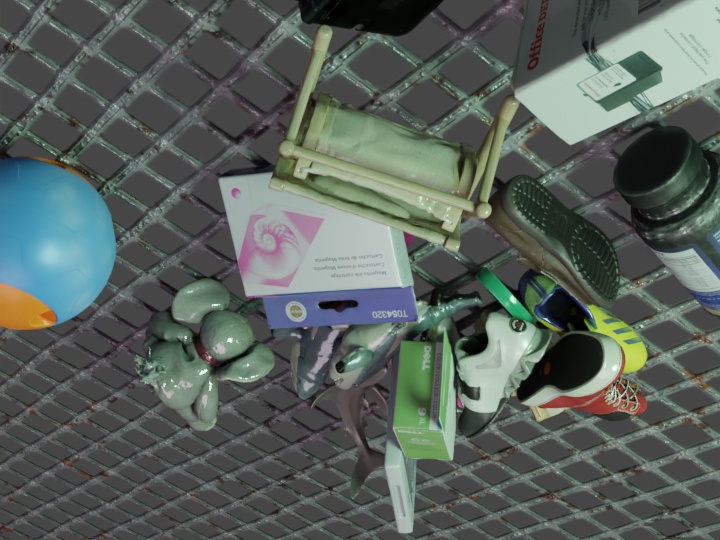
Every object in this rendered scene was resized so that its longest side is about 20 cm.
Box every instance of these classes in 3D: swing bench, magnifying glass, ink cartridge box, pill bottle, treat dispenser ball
[{"bbox_3d":[0.024,-0.111,1.181,0.199,0.130,0.200,18,165,-3],"label":"swing bench"},{"bbox_3d":[0.192,0.059,1.449,0.022,0.080,0.200,-43,137,3],"label":"magnifying glass"},{"bbox_3d":[0.074,0.144,1.396,0.059,0.104,0.200,3,160,9],"label":"ink cartridge box"},{"bbox_3d":[0.338,-0.047,1.208,0.112,0.112,0.200,-20,131,38],"label":"pill bottle"},{"bbox_3d":[0.231,-0.210,1.005,0.200,0.147,0.083,-23,131,42],"label":"ink cartridge box"},{"bbox_3d":[-0.046,-0.023,1.366,0.196,0.043,0.200,-5,108,24],"label":"ink cartridge box"},{"bbox_3d":[-0.385,-0.032,1.418,0.201,0.201,0.201,10,143,8],"label":"treat dispenser ball"}]

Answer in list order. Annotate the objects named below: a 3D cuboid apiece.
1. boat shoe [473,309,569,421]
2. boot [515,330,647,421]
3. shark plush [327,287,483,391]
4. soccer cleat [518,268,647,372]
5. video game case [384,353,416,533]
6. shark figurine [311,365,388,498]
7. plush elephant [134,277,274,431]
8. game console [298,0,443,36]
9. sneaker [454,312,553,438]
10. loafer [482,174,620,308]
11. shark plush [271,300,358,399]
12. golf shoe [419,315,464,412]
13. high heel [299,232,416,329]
[{"bbox_3d":[0.192,0.125,1.505,0.069,0.074,0.200,-39,124,10],"label":"boat shoe"},{"bbox_3d":[0.282,0.125,1.386,0.144,0.072,0.200,14,161,-14],"label":"boot"},{"bbox_3d":[0.046,0.069,1.438,0.200,0.091,0.083,-35,127,2],"label":"shark plush"},{"bbox_3d":[0.259,0.069,1.404,0.200,0.084,0.065,37,102,-24],"label":"soccer cleat"},{"bbox_3d":[0.056,0.205,1.565,0.023,0.200,0.182,-1,143,8],"label":"video game case"},{"bbox_3d":[-0.020,0.181,1.592,0.128,0.089,0.215,40,142,41],"label":"shark figurine"},{"bbox_3d":[-0.197,0.104,1.587,0.155,0.165,0.200,-27,170,0],"label":"plush elephant"},{"bbox_3d":[0.013,-0.310,1.060,0.176,0.116,0.200,1,155,-35],"label":"game console"},{"bbox_3d":[0.143,0.116,1.425,0.088,0.074,0.200,28,133,2],"label":"sneaker"},{"bbox_3d":[0.207,-0.030,1.325,0.200,0.073,0.071,43,146,-25],"label":"loafer"},{"bbox_3d":[-0.018,0.080,1.520,0.200,0.083,0.091,-32,143,29],"label":"shark plush"},{"bbox_3d":[0.118,0.110,1.534,0.092,0.073,0.200,2,147,9],"label":"golf shoe"},{"bbox_3d":[0.000,0.000,1.406,0.067,0.096,0.200,30,142,-19],"label":"high heel"}]
